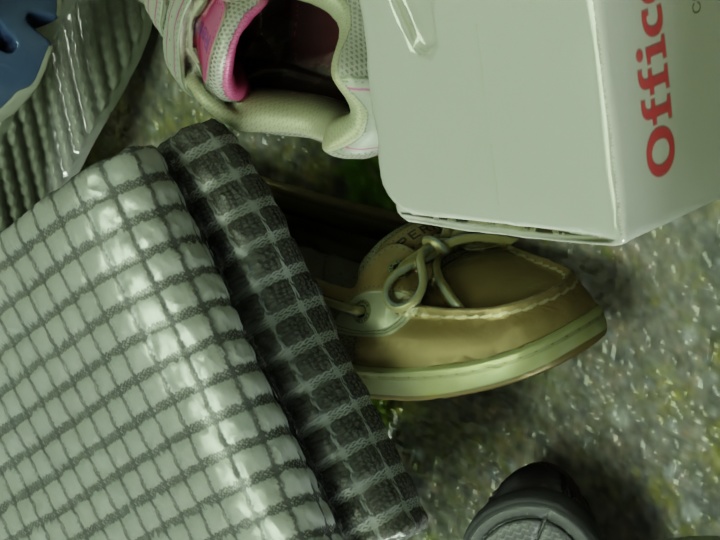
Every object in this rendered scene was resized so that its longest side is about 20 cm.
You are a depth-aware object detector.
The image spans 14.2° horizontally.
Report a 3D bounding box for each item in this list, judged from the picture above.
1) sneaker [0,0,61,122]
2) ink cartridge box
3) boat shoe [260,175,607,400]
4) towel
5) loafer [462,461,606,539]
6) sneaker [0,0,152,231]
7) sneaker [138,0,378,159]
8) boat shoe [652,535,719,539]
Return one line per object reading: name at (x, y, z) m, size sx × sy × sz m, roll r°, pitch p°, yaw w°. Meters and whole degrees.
sneaker at (-0.169, -0.160, 1.046) m, size 0.080 × 0.115 × 0.200 m, roll -19°, pitch 66°, yaw 39°
ink cartridge box at (0.094, -0.105, 0.803) m, size 0.086 × 0.200 × 0.148 m, roll 7°, pitch 113°, yaw 42°
boat shoe at (0.001, -0.001, 1.035) m, size 0.200 × 0.073 × 0.063 m, roll 11°, pitch 120°, yaw 48°
towel at (-0.076, 0.058, 1.035) m, size 0.200 × 0.085 × 0.166 m, roll -35°, pitch 79°, yaw 50°
loafer at (0.089, 0.163, 1.043) m, size 0.072 × 0.063 × 0.200 m, roll -12°, pitch 106°, yaw 15°
sneaker at (-0.169, -0.050, 1.132) m, size 0.105 × 0.075 × 0.200 m, roll 34°, pitch 95°, yaw 35°
sneaker at (-0.037, -0.100, 1.012) m, size 0.200 × 0.088 × 0.082 m, roll 27°, pitch 125°, yaw 33°
boat shoe at (0.144, 0.137, 0.873) m, size 0.201 × 0.070 × 0.072 m, roll 18°, pitch 120°, yaw 48°
